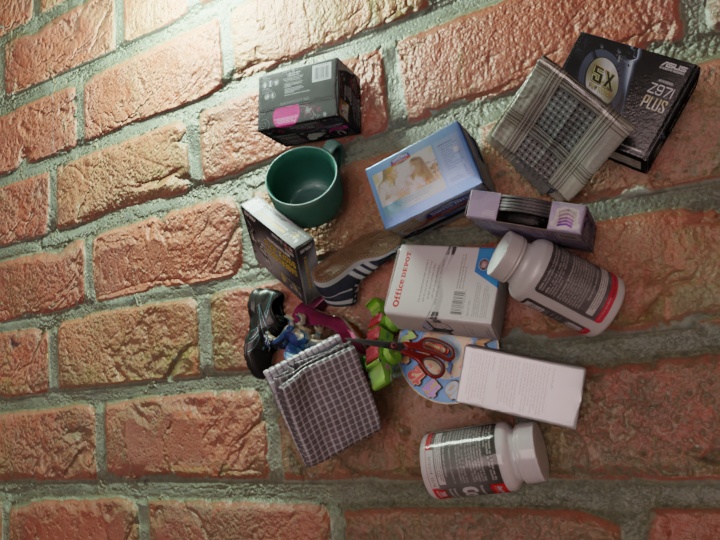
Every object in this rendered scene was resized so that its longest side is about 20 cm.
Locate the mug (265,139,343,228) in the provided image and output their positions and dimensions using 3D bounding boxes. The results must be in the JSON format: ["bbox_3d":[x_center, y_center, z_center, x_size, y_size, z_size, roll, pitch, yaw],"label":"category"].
[{"bbox_3d":[-0.097,-0.172,1.188,0.184,0.115,0.153,-23,60,-4],"label":"mug"}]

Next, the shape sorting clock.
[{"bbox_3d":[0.162,0.150,1.067,0.199,0.039,0.202,-3,83,26],"label":"shape sorting clock"}]

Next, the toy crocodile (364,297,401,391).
[{"bbox_3d":[0.037,0.137,1.084,0.067,0.062,0.201,-36,34,36],"label":"toy crocodile"}]

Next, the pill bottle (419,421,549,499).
[{"bbox_3d":[0.213,0.326,0.978,0.199,0.114,0.115,-17,77,25],"label":"pill bottle"}]

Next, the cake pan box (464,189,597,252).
[{"bbox_3d":[0.288,-0.080,0.942,0.183,0.200,0.053,11,89,29],"label":"cake pan box"}]

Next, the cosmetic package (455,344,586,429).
[{"bbox_3d":[0.273,0.194,0.972,0.199,0.071,0.102,10,88,18],"label":"cosmetic package"}]

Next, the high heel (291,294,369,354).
[{"bbox_3d":[-0.066,0.127,1.164,0.096,0.067,0.200,-49,60,3],"label":"high heel"}]

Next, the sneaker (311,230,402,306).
[{"bbox_3d":[0.000,0.000,1.155,0.199,0.109,0.070,-28,48,-12],"label":"sneaker"}]

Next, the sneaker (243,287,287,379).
[{"bbox_3d":[-0.206,0.136,1.235,0.079,0.075,0.202,-4,83,24],"label":"sneaker"}]

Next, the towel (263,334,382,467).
[{"bbox_3d":[-0.061,0.236,1.021,0.165,0.086,0.201,-24,111,-15],"label":"towel"}]

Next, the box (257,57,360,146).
[{"bbox_3d":[-0.109,-0.359,1.224,0.199,0.115,0.133,-4,81,25],"label":"box"}]

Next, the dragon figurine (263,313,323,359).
[{"bbox_3d":[-0.119,0.152,1.141,0.199,0.059,0.100,28,112,38],"label":"dragon figurine"}]

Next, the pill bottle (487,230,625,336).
[{"bbox_3d":[0.314,0.017,0.927,0.199,0.111,0.111,27,97,0],"label":"pill bottle"}]

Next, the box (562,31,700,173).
[{"bbox_3d":[0.430,-0.283,0.957,0.199,0.086,0.164,32,98,26],"label":"box"}]

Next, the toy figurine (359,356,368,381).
[{"bbox_3d":[-0.056,0.273,1.136,0.198,0.150,0.185,-3,96,2],"label":"toy figurine"}]

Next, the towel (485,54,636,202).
[{"bbox_3d":[0.322,-0.226,0.953,0.192,0.035,0.200,44,146,10],"label":"towel"}]

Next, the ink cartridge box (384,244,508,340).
[{"bbox_3d":[0.161,0.037,1.035,0.199,0.086,0.147,3,66,28],"label":"ink cartridge box"}]

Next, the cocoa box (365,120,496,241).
[{"bbox_3d":[0.135,-0.162,1.066,0.199,0.131,0.134,-25,73,22],"label":"cocoa box"}]

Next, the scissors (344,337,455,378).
[{"bbox_3d":[0.074,0.136,1.039,0.199,0.014,0.073,21,67,8],"label":"scissors"}]

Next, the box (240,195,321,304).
[{"bbox_3d":[-0.164,-0.044,1.179,0.048,0.159,0.200,-33,51,-26],"label":"box"}]
